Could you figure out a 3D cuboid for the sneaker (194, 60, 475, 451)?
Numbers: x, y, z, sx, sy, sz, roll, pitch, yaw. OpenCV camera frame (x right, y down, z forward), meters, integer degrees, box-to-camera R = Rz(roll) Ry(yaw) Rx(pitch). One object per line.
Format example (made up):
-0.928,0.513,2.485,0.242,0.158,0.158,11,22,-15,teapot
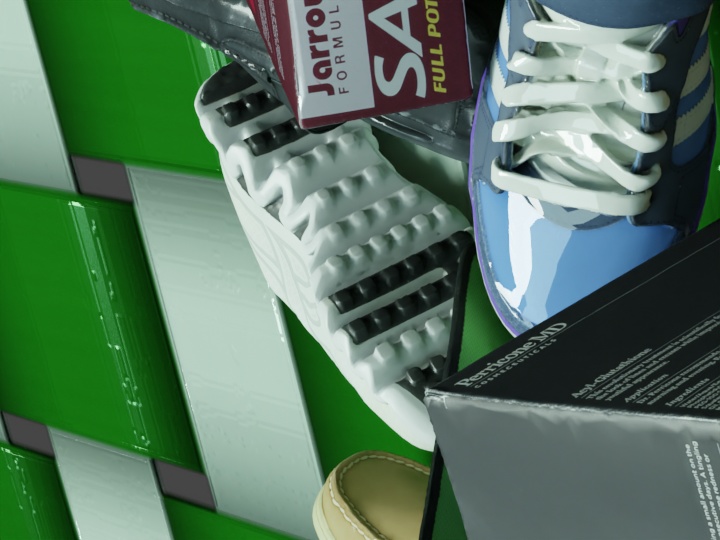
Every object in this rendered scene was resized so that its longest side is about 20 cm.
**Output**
0.000,0.000,0.929,0.200,0.075,0.081,58,158,35,sneaker

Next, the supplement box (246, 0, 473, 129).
-0.015,-0.137,0.791,0.200,0.061,0.109,-112,13,-62,supplement box

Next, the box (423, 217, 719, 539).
0.141,0.031,0.666,0.141,0.200,0.079,6,117,50,box

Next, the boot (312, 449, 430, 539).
0.068,0.093,0.909,0.200,0.073,0.156,35,137,30,boot

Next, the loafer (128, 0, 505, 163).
-0.020,-0.088,0.903,0.200,0.068,0.071,20,118,39,loafer

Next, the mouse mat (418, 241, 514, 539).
0.088,0.087,0.742,0.161,0.200,0.008,33,126,-15,mouse mat

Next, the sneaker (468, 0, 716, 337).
0.065,-0.071,0.687,0.080,0.146,0.201,15,94,16,sneaker
